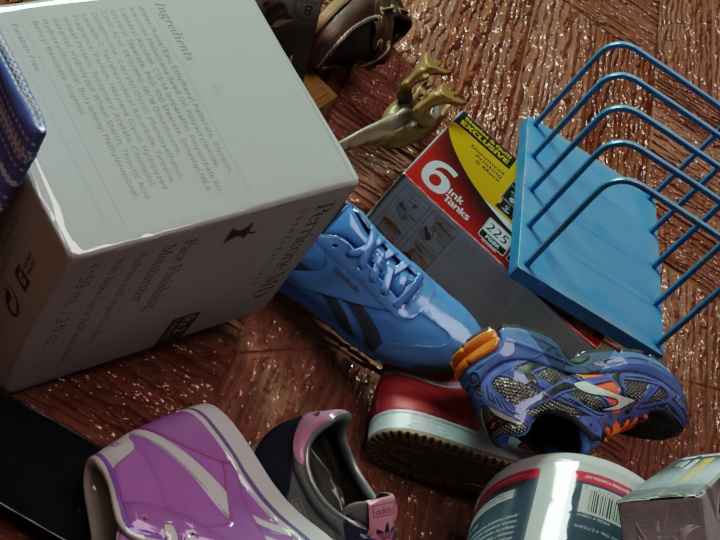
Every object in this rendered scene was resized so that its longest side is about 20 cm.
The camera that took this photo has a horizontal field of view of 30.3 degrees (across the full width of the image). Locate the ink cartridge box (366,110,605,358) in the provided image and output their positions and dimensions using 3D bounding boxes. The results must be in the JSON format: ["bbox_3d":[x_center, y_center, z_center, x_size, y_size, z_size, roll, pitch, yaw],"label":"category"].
[{"bbox_3d":[0.120,-0.024,1.084,0.200,0.084,0.176,42,38,0],"label":"ink cartridge box"}]

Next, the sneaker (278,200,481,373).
[{"bbox_3d":[0.000,0.000,0.925,0.199,0.079,0.066,31,51,16],"label":"sneaker"}]

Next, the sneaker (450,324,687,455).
[{"bbox_3d":[0.147,0.098,0.906,0.199,0.075,0.079,11,53,-31],"label":"sneaker"}]

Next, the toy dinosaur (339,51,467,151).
[{"bbox_3d":[0.032,-0.120,1.098,0.060,0.106,0.199,49,33,15],"label":"toy dinosaur"}]

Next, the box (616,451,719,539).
[{"bbox_3d":[0.204,0.217,0.774,0.158,0.048,0.202,-1,83,-65],"label":"box"}]

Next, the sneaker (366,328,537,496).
[{"bbox_3d":[0.100,0.108,0.959,0.199,0.071,0.113,23,46,-18],"label":"sneaker"}]

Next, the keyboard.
[{"bbox_3d":[-0.152,0.155,0.753,0.199,0.021,0.127,32,35,-11],"label":"keyboard"}]

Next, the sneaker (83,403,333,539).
[{"bbox_3d":[-0.079,0.170,0.735,0.200,0.073,0.114,44,36,24],"label":"sneaker"}]

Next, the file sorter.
[{"bbox_3d":[0.208,-0.061,1.029,0.138,0.123,0.201,30,39,-15],"label":"file sorter"}]

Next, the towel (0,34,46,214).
[{"bbox_3d":[-0.247,-0.069,0.736,0.024,0.200,0.145,-13,65,-47],"label":"towel"}]

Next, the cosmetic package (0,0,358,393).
[{"bbox_3d":[-0.144,-0.056,0.812,0.199,0.165,0.166,-17,70,-36],"label":"cosmetic package"}]

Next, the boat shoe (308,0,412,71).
[{"bbox_3d":[0.001,-0.209,1.149,0.070,0.070,0.200,47,29,-6],"label":"boat shoe"}]

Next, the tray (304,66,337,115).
[{"bbox_3d":[-0.107,-0.127,1.030,0.099,0.037,0.200,44,40,3],"label":"tray"}]

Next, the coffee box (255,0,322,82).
[{"bbox_3d":[-0.132,-0.205,0.975,0.198,0.114,0.080,6,36,-17],"label":"coffee box"}]

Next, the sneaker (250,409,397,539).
[{"bbox_3d":[-0.003,0.178,0.796,0.070,0.082,0.201,-7,64,-55],"label":"sneaker"}]

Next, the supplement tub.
[{"bbox_3d":[0.120,0.225,0.815,0.140,0.140,0.201,35,40,-8],"label":"supplement tub"}]
